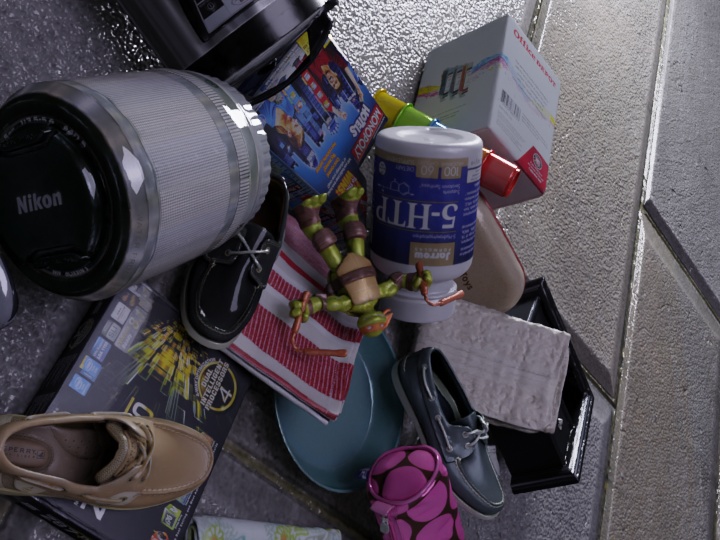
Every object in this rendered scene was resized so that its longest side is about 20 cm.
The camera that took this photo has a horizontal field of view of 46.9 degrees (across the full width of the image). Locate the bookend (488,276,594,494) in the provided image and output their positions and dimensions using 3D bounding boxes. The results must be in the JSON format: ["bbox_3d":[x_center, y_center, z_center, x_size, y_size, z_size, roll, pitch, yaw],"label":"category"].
[{"bbox_3d":[0.223,0.147,1.097,0.202,0.091,0.199,64,29,-13],"label":"bookend"}]

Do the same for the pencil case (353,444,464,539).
[{"bbox_3d":[0.063,0.283,0.887,0.094,0.090,0.202,-57,137,-45],"label":"pencil case"}]

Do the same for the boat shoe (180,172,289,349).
[{"bbox_3d":[-0.113,-0.015,0.773,0.071,0.068,0.201,28,43,-11],"label":"boat shoe"}]

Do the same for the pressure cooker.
[{"bbox_3d":[-0.125,-0.258,0.775,0.201,0.175,0.179,55,42,-17],"label":"pressure cooker"}]

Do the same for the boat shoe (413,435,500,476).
[{"bbox_3d":[0.109,0.213,0.997,0.201,0.074,0.087,23,63,-46],"label":"boat shoe"}]

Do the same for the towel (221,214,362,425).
[{"bbox_3d":[-0.057,0.041,0.838,0.143,0.023,0.201,37,39,-17],"label":"towel"}]

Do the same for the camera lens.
[{"bbox_3d":[-0.183,-0.076,0.665,0.200,0.158,0.162,-33,104,-59],"label":"camera lens"}]

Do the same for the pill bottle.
[{"bbox_3d":[0.070,-0.051,0.927,0.119,0.119,0.203,-21,119,-49],"label":"pill bottle"}]

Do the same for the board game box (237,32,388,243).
[{"bbox_3d":[-0.051,-0.140,0.922,0.201,0.061,0.201,53,46,-27],"label":"board game box"}]

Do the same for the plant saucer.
[{"bbox_3d":[-0.029,0.135,0.891,0.199,0.036,0.203,17,67,-45],"label":"plant saucer"}]

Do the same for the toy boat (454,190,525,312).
[{"bbox_3d":[0.122,-0.034,1.064,0.201,0.129,0.131,58,14,-20],"label":"toy boat"}]

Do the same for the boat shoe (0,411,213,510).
[{"bbox_3d":[-0.185,0.142,0.618,0.198,0.064,0.072,12,69,-44],"label":"boat shoe"}]

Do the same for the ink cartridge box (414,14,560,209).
[{"bbox_3d":[0.167,-0.205,1.120,0.145,0.143,0.202,39,53,-35],"label":"ink cartridge box"}]

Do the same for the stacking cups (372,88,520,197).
[{"bbox_3d":[0.097,-0.152,0.997,0.061,0.198,0.061,-51,160,-27],"label":"stacking cups"}]

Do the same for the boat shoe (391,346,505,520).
[{"bbox_3d":[0.106,0.177,0.915,0.072,0.062,0.202,-17,73,-50],"label":"boat shoe"}]

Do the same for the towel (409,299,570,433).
[{"bbox_3d":[0.153,0.111,1.001,0.197,0.035,0.134,19,72,-4],"label":"towel"}]

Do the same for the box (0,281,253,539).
[{"bbox_3d":[-0.191,0.128,0.700,0.161,0.049,0.202,44,49,-27],"label":"box"}]

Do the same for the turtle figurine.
[{"bbox_3d":[0.000,0.000,0.847,0.198,0.064,0.163,-16,80,-23],"label":"turtle figurine"}]

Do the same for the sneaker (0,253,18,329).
[{"bbox_3d":[-0.318,-0.044,0.590,0.087,0.074,0.203,-22,94,-38],"label":"sneaker"}]

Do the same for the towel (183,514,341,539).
[{"bbox_3d":[-0.092,0.320,0.761,0.199,0.048,0.174,24,63,-43],"label":"towel"}]
